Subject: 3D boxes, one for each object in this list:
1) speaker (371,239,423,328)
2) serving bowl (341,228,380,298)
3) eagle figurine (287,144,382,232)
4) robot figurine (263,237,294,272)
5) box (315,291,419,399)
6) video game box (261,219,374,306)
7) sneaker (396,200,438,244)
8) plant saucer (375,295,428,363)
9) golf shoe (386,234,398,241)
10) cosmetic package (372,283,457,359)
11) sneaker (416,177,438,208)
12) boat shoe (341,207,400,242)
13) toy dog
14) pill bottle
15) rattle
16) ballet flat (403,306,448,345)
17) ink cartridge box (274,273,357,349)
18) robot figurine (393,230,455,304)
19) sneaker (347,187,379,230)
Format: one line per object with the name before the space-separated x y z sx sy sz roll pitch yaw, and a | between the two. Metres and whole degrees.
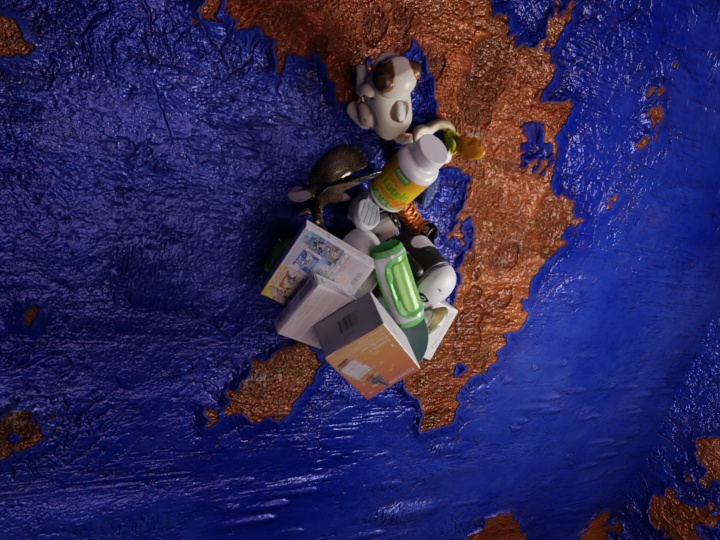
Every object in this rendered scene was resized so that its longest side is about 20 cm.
speaker | 0.090 0.033 1.378 0.088 0.088 0.202 -25 110 -18
serving bowl | 0.000 0.000 1.410 0.200 0.065 0.202 -39 140 -43
eagle figurine | -0.059 -0.202 1.375 0.201 0.151 0.151 -53 171 21
robot figurine | -0.150 -0.001 1.407 0.116 0.175 0.201 -45 152 -19
box | 0.018 0.173 1.304 0.152 0.107 0.200 -32 132 8
video game box | -0.098 0.013 1.303 0.181 0.047 0.200 29 115 -20
sneaker | 0.150 -0.140 1.540 0.078 0.112 0.200 -45 127 -6
plant saucer | 0.071 0.165 1.451 0.199 0.039 0.203 1 81 -7
golf shoe | 0.028 -0.032 1.554 0.200 0.078 0.095 -39 116 -18
cosmetic package | 0.125 0.119 1.617 0.199 0.166 0.168 23 100 -37
sneaker | 0.158 -0.243 1.515 0.070 0.078 0.201 -49 159 -22
boat shoe | 0.012 -0.104 1.510 0.199 0.093 0.075 -26 134 17
toy dog | 0.059 -0.394 1.287 0.138 0.195 0.200 -17 159 -14
pill bottle | 0.117 -0.235 1.386 0.110 0.112 0.200 5 153 -32
rattle | 0.191 -0.313 1.471 0.199 0.143 0.131 5 130 -39
ballet flat | 0.146 0.154 1.505 0.200 0.071 0.071 -45 127 -5
ink cartridge box | -0.071 0.107 1.318 0.199 0.050 0.161 24 117 -37
robot figurine | 0.153 -0.006 1.469 0.149 0.200 0.125 -19 147 -34
sneaker | 0.004 -0.137 1.412 0.071 0.200 0.073 -36 104 23
